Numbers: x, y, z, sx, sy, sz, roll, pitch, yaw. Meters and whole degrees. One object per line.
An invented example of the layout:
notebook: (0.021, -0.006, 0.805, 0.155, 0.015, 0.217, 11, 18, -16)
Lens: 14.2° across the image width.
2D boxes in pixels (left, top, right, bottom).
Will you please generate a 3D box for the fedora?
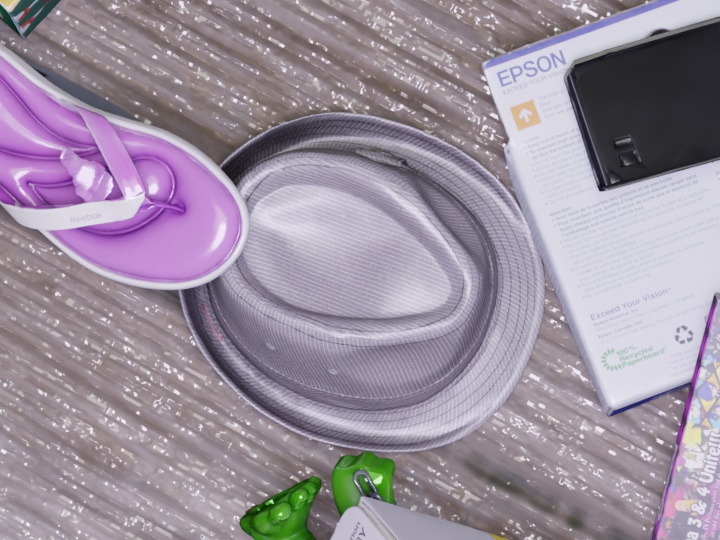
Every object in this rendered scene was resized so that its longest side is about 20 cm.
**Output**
fedora: (0.000, 0.000, 1.512, 0.200, 0.090, 0.177, 27, 82, 4)

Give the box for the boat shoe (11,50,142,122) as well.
boat shoe: (-0.180, -0.073, 1.541, 0.200, 0.070, 0.066, 28, 99, 2)

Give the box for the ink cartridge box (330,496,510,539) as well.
ink cartridge box: (0.063, 0.212, 1.416, 0.200, 0.083, 0.146, 19, 104, -29)

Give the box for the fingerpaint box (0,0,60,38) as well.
fingerpaint box: (-0.202, -0.256, 1.564, 0.200, 0.073, 0.167, 41, 84, 6)

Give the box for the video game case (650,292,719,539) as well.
video game case: (0.245, 0.129, 1.492, 0.181, 0.036, 0.201, 13, 98, 2)

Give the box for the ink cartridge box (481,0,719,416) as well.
ink cartridge box: (0.186, -0.048, 1.544, 0.199, 0.041, 0.201, -19, 81, -5)

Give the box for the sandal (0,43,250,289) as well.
sandal: (-0.153, -0.052, 1.479, 0.202, 0.050, 0.083, 29, 98, 12)

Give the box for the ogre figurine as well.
ogre figurine: (-0.043, 0.184, 1.477, 0.200, 0.098, 0.120, -33, 92, 3)

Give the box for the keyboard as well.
keyboard: (0.218, -0.078, 1.520, 0.199, 0.021, 0.127, -16, 74, -4)
